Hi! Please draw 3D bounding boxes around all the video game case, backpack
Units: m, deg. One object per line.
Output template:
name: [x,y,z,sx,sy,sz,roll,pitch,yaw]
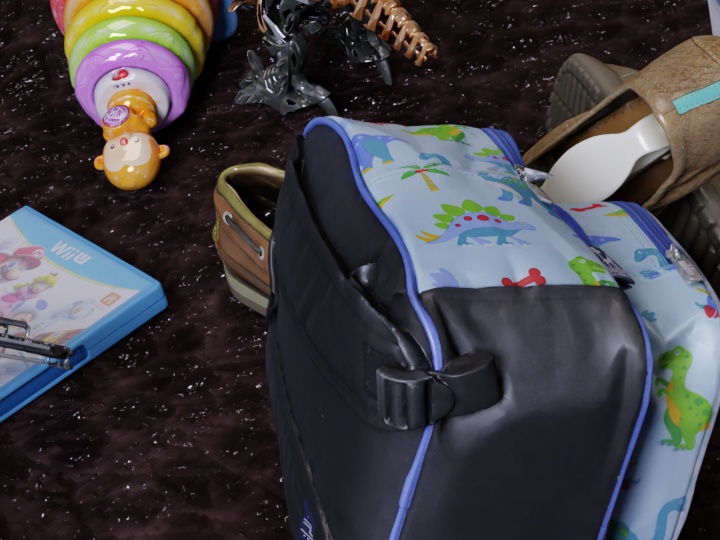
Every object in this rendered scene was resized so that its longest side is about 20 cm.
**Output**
video game case: [-0.219,0.043,0.894,0.200,0.018,0.143,-36,39,-26]
backpack: [0.041,0.041,0.658,0.147,0.183,0.200,0,32,-18]

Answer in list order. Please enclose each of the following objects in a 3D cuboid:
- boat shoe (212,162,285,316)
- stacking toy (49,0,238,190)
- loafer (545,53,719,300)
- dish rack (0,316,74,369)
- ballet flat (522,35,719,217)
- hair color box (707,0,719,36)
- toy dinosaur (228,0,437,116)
boat shoe: [0.000,0.000,0.820,0.200,0.068,0.072,17,45,37]
stacking toy: [-0.138,-0.123,1.036,0.116,0.110,0.200,-9,46,6]
loafer: [0.153,-0.042,0.806,0.067,0.076,0.200,-2,40,-19]
dish rack: [-0.232,0.036,0.769,0.199,0.055,0.153,10,-3,-15]
ballet flat: [0.096,-0.034,0.742,0.072,0.068,0.200,-24,-8,-33]
hair color box: [0.214,-0.055,0.781,0.060,0.100,0.200,-13,35,3]
toy dinosaur: [-0.035,-0.164,0.993,0.102,0.136,0.200,-18,45,-10]
